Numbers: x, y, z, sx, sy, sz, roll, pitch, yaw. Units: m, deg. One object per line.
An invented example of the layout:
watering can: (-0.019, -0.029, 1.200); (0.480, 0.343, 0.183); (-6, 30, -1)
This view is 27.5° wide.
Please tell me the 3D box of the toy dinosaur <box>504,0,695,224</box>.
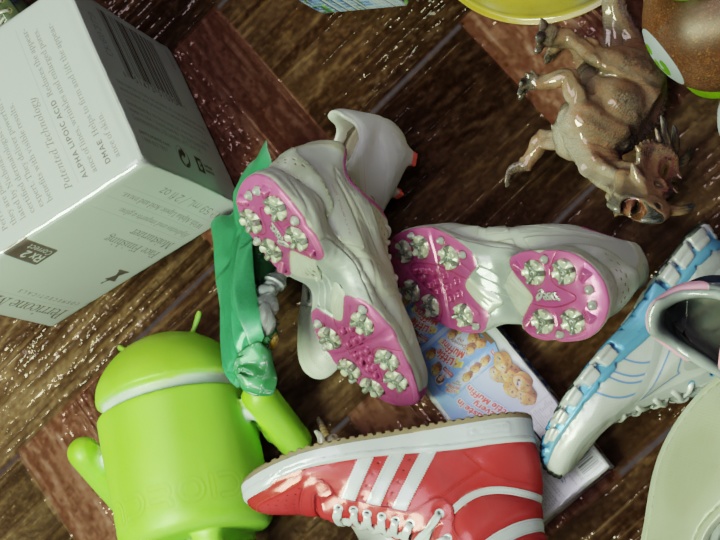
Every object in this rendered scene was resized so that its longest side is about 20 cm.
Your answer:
toy dinosaur: (0.182, -0.113, 1.030); (0.135, 0.086, 0.200); (15, 69, 13)

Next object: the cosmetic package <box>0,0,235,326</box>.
cosmetic package: (-0.236, -0.082, 1.142); (0.200, 0.165, 0.165); (-31, 70, 15)

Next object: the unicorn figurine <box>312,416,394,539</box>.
unicorn figurine: (0.030, 0.184, 1.030); (0.137, 0.074, 0.200); (-3, 66, 7)

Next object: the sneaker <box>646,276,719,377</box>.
sneaker: (0.256, 0.055, 0.864); (0.200, 0.082, 0.070); (20, 109, 47)

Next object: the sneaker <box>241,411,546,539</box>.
sneaker: (0.025, 0.165, 0.967); (0.200, 0.071, 0.113); (-11, 72, 3)

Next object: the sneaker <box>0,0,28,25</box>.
sneaker: (-0.331, -0.232, 1.249); (0.067, 0.090, 0.200); (-38, 69, 10)

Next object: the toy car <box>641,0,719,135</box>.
toy car: (0.253, -0.105, 0.931); (0.158, 0.164, 0.200); (0, 69, 22)

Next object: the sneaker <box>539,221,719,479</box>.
sneaker: (0.200, 0.067, 0.984); (0.087, 0.075, 0.200); (39, 87, 8)

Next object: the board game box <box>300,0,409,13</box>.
board game box: (0.022, -0.295, 1.075); (0.200, 0.062, 0.200); (14, 83, 65)

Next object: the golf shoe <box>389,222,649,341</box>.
golf shoe: (0.108, 0.001, 1.018); (0.200, 0.091, 0.075); (13, 117, 44)

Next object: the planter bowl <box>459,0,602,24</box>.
planter bowl: (0.125, -0.289, 1.081); (0.200, 0.083, 0.201); (-4, 79, 22)

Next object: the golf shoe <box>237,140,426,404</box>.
golf shoe: (0.000, 0.000, 1.015); (0.075, 0.092, 0.200); (-8, 120, 47)

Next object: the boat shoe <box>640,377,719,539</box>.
boat shoe: (0.232, 0.166, 0.962); (0.074, 0.066, 0.200); (12, 84, 55)

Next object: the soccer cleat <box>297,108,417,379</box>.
soccer cleat: (-0.021, -0.021, 1.084); (0.069, 0.077, 0.200); (5, 76, 55)

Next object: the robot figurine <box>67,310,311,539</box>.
robot figurine: (-0.131, 0.135, 1.082); (0.175, 0.116, 0.200); (-21, 70, 19)

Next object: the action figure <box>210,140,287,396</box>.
action figure: (-0.077, 0.014, 1.064); (0.055, 0.118, 0.200); (11, 42, -14)

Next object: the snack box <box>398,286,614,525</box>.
snack box: (0.091, 0.085, 1.055); (0.072, 0.024, 0.200); (-42, 68, 10)
